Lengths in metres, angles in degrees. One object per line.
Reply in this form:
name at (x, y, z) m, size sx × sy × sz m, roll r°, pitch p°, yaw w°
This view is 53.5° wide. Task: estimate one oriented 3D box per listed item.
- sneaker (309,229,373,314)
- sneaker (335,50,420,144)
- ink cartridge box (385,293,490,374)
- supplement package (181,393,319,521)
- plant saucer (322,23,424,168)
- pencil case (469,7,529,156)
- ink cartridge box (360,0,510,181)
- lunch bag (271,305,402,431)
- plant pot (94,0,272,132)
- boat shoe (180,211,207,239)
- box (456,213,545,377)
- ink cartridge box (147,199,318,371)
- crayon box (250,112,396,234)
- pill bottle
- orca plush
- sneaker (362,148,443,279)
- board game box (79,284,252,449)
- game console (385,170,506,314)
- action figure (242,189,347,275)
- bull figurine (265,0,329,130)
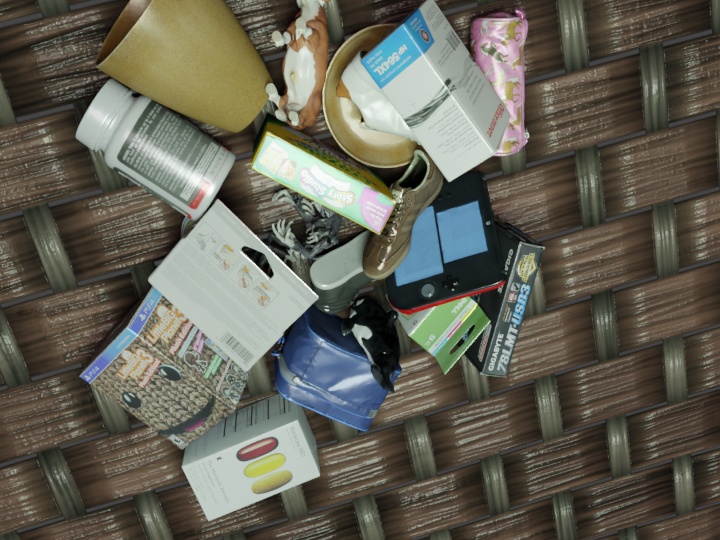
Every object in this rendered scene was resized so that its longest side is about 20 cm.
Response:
sneaker at (0.000, 0.000, 1.128) m, size 0.196 × 0.071 × 0.100 m, roll -24°, pitch 155°, yaw -26°
sneaker at (0.049, -0.223, 1.028) m, size 0.198 × 0.074 × 0.084 m, roll 36°, pitch 125°, yaw -20°
ink cartridge box at (0.112, 0.055, 1.084) m, size 0.059 × 0.201 × 0.104 m, roll 37°, pitch 100°, yaw -23°
supplement package at (-0.177, 0.298, 1.170) m, size 0.195 × 0.110 × 0.116 m, roll -22°, pitch 110°, yaw 0°
plant saucer at (0.038, -0.258, 1.060) m, size 0.194 × 0.036 × 0.206 m, roll -3°, pitch 108°, yaw -8°
pencil case at (0.204, -0.276, 1.054) m, size 0.084 × 0.083 × 0.206 m, roll -9°, pitch 109°, yaw -13°
ink cartridge box at (0.107, -0.244, 0.961) m, size 0.083 × 0.147 × 0.201 m, roll -29°, pitch 106°, yaw 34°
lunch bag at (-0.049, 0.158, 1.129) m, size 0.196 × 0.136 × 0.135 m, roll 25°, pitch 103°, yaw -15°
plant pot at (-0.218, -0.286, 0.955) m, size 0.198 × 0.187 × 0.187 m, roll 35°, pitch 101°, yaw -33°
boat shoe at (-0.228, 0.009, 1.094) m, size 0.070 × 0.062 × 0.206 m, roll -12°, pitch 109°, yaw -4°
box at (0.190, 0.026, 1.086) m, size 0.048 × 0.199 × 0.206 m, roll 8°, pitch 108°, yaw -15°
ink cartridge box at (-0.180, 0.019, 1.032) m, size 0.200 × 0.045 × 0.176 m, roll 44°, pitch 111°, yaw -10°
crayon box at (-0.056, -0.141, 1.011) m, size 0.196 × 0.173 × 0.059 m, roll 26°, pitch 104°, yaw -15°
pill bottle at (-0.285, -0.170, 1.001) m, size 0.198 × 0.114 × 0.115 m, roll 33°, pitch 101°, yaw -17°
orca plush at (0.027, 0.089, 1.079) m, size 0.103 × 0.201 × 0.072 m, roll 28°, pitch 111°, yaw -9°
sneaker at (0.051, -0.088, 1.048) m, size 0.203 × 0.069 × 0.076 m, roll -60°, pitch 145°, yaw -15°
board game box at (-0.290, 0.150, 1.082) m, size 0.199 × 0.098 × 0.159 m, roll 40°, pitch 126°, yaw -17°
game console at (0.115, -0.043, 1.051) m, size 0.173 × 0.205 × 0.031 m, roll -19°, pitch 145°, yaw 20°
action figure at (-0.099, -0.057, 1.065) m, size 0.197 × 0.120 × 0.103 m, roll -32°, pitch 118°, yaw 10°
bull figurine at (-0.081, -0.296, 0.986) m, size 0.063 × 0.121 × 0.206 m, roll 8°, pitch 108°, yaw 16°
